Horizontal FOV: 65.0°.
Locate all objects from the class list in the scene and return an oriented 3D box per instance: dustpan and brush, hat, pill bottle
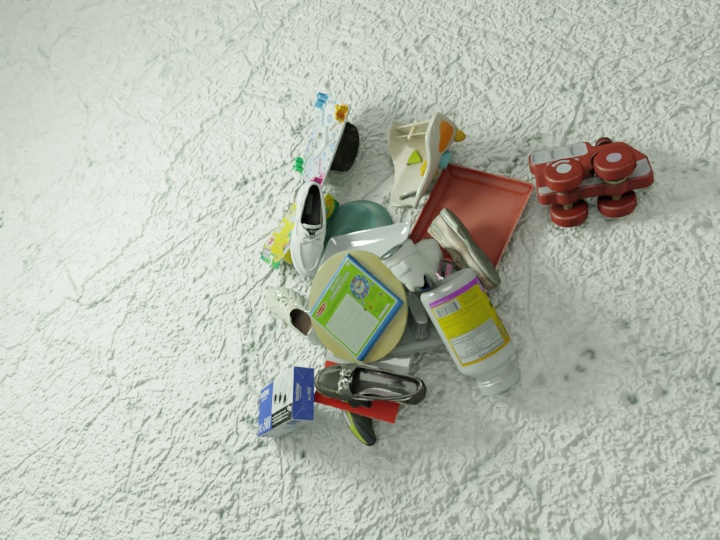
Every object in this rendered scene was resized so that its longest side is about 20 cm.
[{"bbox_3d":[0.096,0.056,1.053,0.138,0.058,0.201,-9,41,-9],"label":"dustpan and brush"},{"bbox_3d":[-0.050,-0.284,1.305,0.200,0.080,0.202,-38,44,51],"label":"hat"},{"bbox_3d":[0.190,0.105,0.956,0.104,0.104,0.201,-28,92,12],"label":"pill bottle"}]

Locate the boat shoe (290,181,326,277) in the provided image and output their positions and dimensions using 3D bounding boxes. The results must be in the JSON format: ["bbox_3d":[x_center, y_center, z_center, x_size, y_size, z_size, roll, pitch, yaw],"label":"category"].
[{"bbox_3d":[-0.108,-0.085,1.177,0.073,0.065,0.202,-3,93,-15],"label":"boat shoe"}]

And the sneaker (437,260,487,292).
[{"bbox_3d":[0.160,0.010,1.092,0.082,0.071,0.200,-30,47,-24],"label":"sneaker"}]

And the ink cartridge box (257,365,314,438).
[{"bbox_3d":[-0.143,0.252,1.062,0.200,0.044,0.095,137,138,-54],"label":"ink cartridge box"}]

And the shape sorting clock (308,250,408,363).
[{"bbox_3d":[-0.006,0.064,1.003,0.198,0.039,0.202,4,98,25],"label":"shape sorting clock"}]

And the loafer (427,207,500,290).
[{"bbox_3d":[0.189,-0.031,1.047,0.063,0.072,0.201,-44,47,21],"label":"loafer"}]

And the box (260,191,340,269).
[{"bbox_3d":[-0.140,-0.089,1.265,0.201,0.048,0.117,-54,33,-6],"label":"box"}]

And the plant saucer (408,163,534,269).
[{"bbox_3d":[0.217,-0.101,1.120,0.199,0.037,0.201,21,78,32],"label":"plant saucer"}]

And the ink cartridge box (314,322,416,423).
[{"bbox_3d":[0.013,0.162,1.033,0.159,0.050,0.201,11,48,14],"label":"ink cartridge box"}]

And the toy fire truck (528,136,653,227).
[{"bbox_3d":[0.413,-0.182,1.027,0.198,0.113,0.169,-11,44,19],"label":"toy fire truck"}]

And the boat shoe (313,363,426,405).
[{"bbox_3d":[0.015,0.190,0.968,0.198,0.057,0.067,6,64,7],"label":"boat shoe"}]

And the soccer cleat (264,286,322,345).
[{"bbox_3d":[-0.140,0.085,1.186,0.200,0.078,0.069,35,85,34],"label":"soccer cleat"}]

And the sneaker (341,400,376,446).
[{"bbox_3d":[0.006,0.224,1.055,0.080,0.074,0.202,-19,61,14],"label":"sneaker"}]

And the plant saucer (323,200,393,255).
[{"bbox_3d":[-0.024,-0.072,1.228,0.198,0.036,0.202,-11,63,21],"label":"plant saucer"}]

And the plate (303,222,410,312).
[{"bbox_3d":[0.000,0.000,1.109,0.199,0.032,0.201,-10,45,31],"label":"plate"}]

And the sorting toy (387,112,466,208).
[{"bbox_3d":[0.121,-0.217,1.179,0.181,0.106,0.200,-69,22,1],"label":"sorting toy"}]

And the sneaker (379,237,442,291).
[{"bbox_3d":[0.100,-0.004,0.978,0.074,0.200,0.088,-36,80,26],"label":"sneaker"}]

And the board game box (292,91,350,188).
[{"bbox_3d":[-0.095,-0.293,1.276,0.201,0.026,0.200,-68,27,17],"label":"board game box"}]
